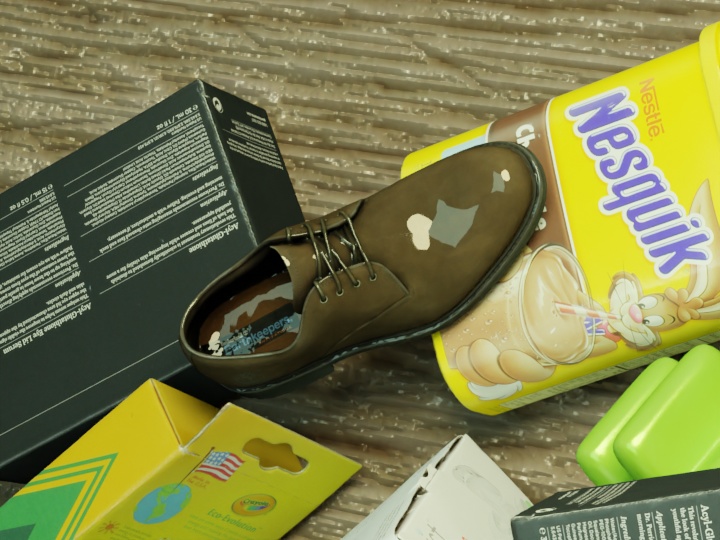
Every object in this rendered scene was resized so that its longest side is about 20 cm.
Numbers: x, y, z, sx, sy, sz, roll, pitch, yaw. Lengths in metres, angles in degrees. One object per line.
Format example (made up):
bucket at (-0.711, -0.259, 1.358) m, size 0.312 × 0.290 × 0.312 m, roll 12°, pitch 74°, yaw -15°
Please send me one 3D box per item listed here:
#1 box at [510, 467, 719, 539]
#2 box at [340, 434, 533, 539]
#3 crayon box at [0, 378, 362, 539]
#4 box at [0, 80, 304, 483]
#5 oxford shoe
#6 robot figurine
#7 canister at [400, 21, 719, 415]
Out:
box at (0.155, 0.186, 1.130) m, size 0.140 × 0.079 × 0.202 m, roll -10°, pitch 91°, yaw 22°
box at (0.001, 0.184, 1.286) m, size 0.176 × 0.200 × 0.097 m, roll -42°, pitch 89°, yaw 14°
crayon box at (-0.111, 0.130, 1.404) m, size 0.200 × 0.127 × 0.051 m, roll -40°, pitch 55°, yaw 15°
box at (-0.127, 0.011, 1.456) m, size 0.199 × 0.079 × 0.142 m, roll -27°, pitch 68°, yaw 21°
oxford shoe at (0.000, 0.000, 1.302) m, size 0.199 × 0.084 × 0.073 m, roll -33°, pitch 69°, yaw 13°
robot figurine at (0.192, 0.128, 1.228) m, size 0.200 × 0.175 × 0.116 m, roll 46°, pitch 69°, yaw -5°
canister at (0.129, -0.023, 1.331) m, size 0.199 × 0.086 × 0.150 m, roll -20°, pitch 72°, yaw 25°
